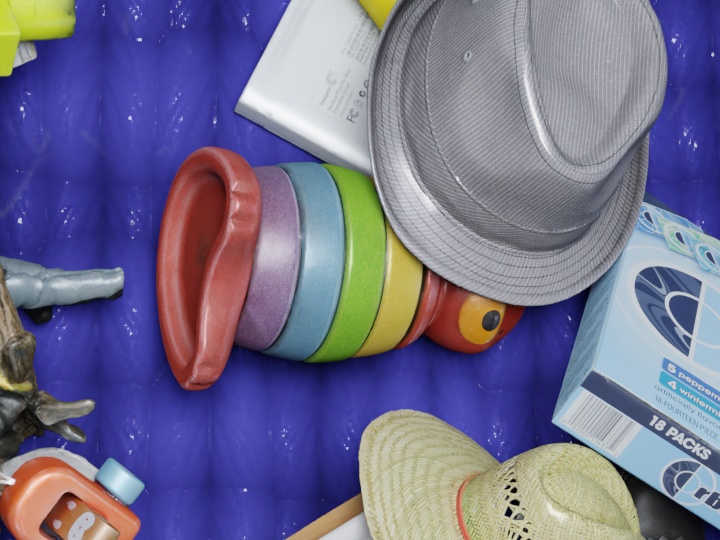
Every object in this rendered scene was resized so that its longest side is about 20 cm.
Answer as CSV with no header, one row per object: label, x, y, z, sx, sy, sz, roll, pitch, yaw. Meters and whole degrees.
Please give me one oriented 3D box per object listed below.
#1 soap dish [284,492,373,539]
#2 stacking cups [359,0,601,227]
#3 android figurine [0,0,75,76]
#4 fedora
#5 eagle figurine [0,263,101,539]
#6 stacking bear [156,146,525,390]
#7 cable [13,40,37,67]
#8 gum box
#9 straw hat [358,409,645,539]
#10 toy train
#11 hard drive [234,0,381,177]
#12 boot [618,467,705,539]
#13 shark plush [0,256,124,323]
soap dish,0.024,0.216,0.996,0.201,0.081,0.157,57,33,6
stacking cups,0.069,-0.100,1.105,0.060,0.061,0.201,-35,86,-20
android figurine,-0.247,-0.143,0.981,0.198,0.041,0.183,-10,56,-29
fedora,0.097,-0.091,1.035,0.176,0.090,0.201,26,61,-19
eagle figurine,-0.235,0.108,0.972,0.199,0.151,0.152,-35,96,-30
stacking bear,0.000,0.000,1.066,0.198,0.114,0.122,6,111,-23
cable,-0.294,-0.111,1.013,0.199,0.069,0.200,37,48,12
gum box,0.198,0.059,1.073,0.169,0.045,0.200,32,33,-4
straw hat,0.095,0.134,1.003,0.085,0.201,0.202,-35,84,24
toy train,-0.189,0.151,0.898,0.200,0.056,0.150,-49,118,-9
hard drive,0.044,-0.101,1.145,0.199,0.026,0.133,28,71,-5
boot,0.179,0.185,1.023,0.069,0.174,0.202,5,75,-12
shark plush,-0.224,0.013,1.017,0.198,0.083,0.092,15,72,-9
